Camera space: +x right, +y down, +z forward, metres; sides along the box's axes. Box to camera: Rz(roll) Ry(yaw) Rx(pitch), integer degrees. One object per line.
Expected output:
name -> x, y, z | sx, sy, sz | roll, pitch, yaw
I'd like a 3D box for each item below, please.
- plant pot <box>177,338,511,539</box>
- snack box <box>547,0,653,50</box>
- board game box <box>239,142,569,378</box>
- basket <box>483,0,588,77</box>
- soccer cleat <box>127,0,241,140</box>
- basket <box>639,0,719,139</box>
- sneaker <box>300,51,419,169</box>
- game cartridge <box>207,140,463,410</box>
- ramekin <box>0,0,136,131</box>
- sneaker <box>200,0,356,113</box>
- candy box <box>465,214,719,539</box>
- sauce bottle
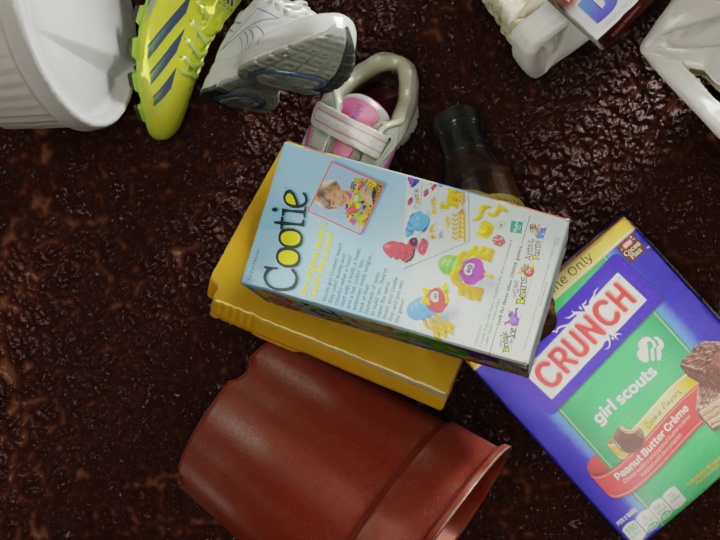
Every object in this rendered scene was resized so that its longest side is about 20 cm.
plant pot -> -0.020, 0.160, 1.173 | 0.195, 0.201, 0.201 | 35, 94, 12
snack box -> 0.212, -0.247, 1.055 | 0.200, 0.024, 0.072 | -45, 67, 6
board game box -> 0.034, -0.005, 1.063 | 0.200, 0.103, 0.105 | 16, 84, 9
basket -> 0.172, -0.259, 1.158 | 0.200, 0.136, 0.123 | -36, 84, 6
soccer cleat -> -0.137, -0.203, 1.231 | 0.084, 0.065, 0.200 | 7, 92, 3
basket -> 0.328, -0.191, 1.111 | 0.136, 0.123, 0.200 | 52, 123, 25
sneaker -> -0.014, -0.091, 1.171 | 0.081, 0.088, 0.200 | 22, 64, 5
game cartridge -> 0.000, 0.000, 1.188 | 0.200, 0.032, 0.176 | 22, 52, 6
ramekin -> -0.257, -0.200, 1.183 | 0.094, 0.202, 0.203 | -10, 90, 17
sneaker -> -0.064, -0.176, 1.170 | 0.074, 0.200, 0.087 | 15, 81, -30
candy box -> 0.208, 0.083, 1.196 | 0.169, 0.077, 0.200 | -42, 86, 6
sauce bottle -> 0.096, -0.037, 1.176 | 0.066, 0.066, 0.200 | -19, 57, 6
